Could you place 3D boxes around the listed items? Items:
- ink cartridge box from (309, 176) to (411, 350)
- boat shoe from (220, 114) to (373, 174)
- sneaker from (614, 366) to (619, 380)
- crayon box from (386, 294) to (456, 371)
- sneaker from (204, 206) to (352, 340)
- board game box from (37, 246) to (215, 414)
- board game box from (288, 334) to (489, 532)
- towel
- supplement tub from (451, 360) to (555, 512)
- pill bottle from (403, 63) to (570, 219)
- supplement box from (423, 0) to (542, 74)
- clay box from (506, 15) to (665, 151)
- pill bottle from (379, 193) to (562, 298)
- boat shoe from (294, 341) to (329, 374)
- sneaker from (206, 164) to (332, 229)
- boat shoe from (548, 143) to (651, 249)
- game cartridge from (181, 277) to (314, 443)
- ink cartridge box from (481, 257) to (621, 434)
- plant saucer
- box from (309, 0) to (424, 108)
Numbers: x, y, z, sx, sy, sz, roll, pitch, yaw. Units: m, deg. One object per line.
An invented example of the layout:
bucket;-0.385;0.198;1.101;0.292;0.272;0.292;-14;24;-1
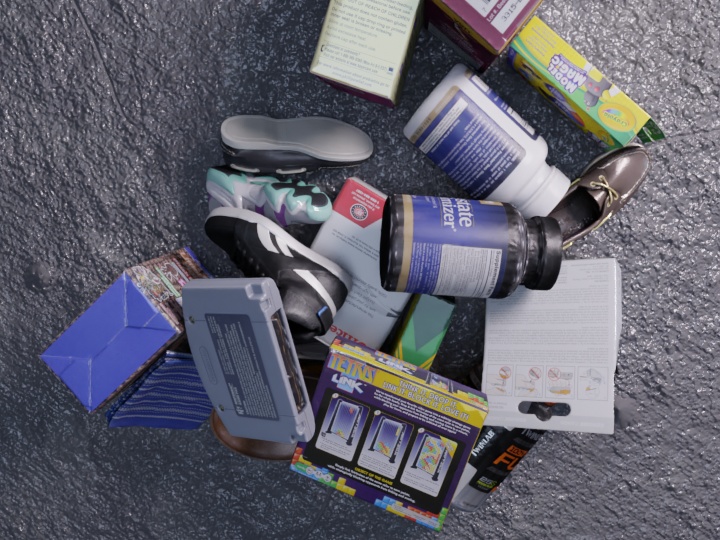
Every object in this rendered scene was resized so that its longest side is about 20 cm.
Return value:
ink cartridge box;0.000;0.000;0.880;0.143;0.084;0.202;30;100;-1
boat shoe;-0.084;-0.157;0.872;0.197;0.075;0.061;0;142;-10
sneaker;0.269;0.083;0.853;0.076;0.111;0.202;-21;97;9
crayon box;0.064;0.110;0.873;0.050;0.127;0.202;23;103;1
sneaker;-0.115;0.009;0.788;0.198;0.113;0.073;27;144;2
board game box;-0.281;0.068;0.861;0.159;0.200;0.097;-41;93;11
board game box;0.032;0.193;0.798;0.197;0.057;0.167;21;101;5
towel;-0.237;0.168;0.887;0.143;0.024;0.200;15;139;-37
supplement tub;0.167;0.206;0.881;0.122;0.123;0.201;36;102;-2
pill bottle;0.158;-0.147;0.823;0.200;0.111;0.111;42;102;-3
supplement box;0.148;-0.313;0.748;0.103;0.200;0.131;39;102;-3
clay box;0.262;-0.207;0.790;0.200;0.115;0.048;44;103;3
pill bottle;0.124;-0.026;0.770;0.197;0.112;0.114;3;101;-4
boat shoe;-0.117;0.144;0.925;0.197;0.070;0.072;-6;100;7
sneaker;-0.123;-0.051;0.874;0.198;0.077;0.142;20;113;33
boat shoe;0.289;-0.087;0.843;0.199;0.060;0.072;-37;94;7
game cartridge;-0.133;0.103;0.764;0.132;0.041;0.203;2;115;34
ink cartridge box;0.229;0.089;0.804;0.161;0.057;0.203;-4;76;31
plant saucer;-0.101;0.189;0.895;0.197;0.037;0.202;-3;135;-3
box;0.025;-0.305;0.774;0.095;0.176;0.203;19;102;2
